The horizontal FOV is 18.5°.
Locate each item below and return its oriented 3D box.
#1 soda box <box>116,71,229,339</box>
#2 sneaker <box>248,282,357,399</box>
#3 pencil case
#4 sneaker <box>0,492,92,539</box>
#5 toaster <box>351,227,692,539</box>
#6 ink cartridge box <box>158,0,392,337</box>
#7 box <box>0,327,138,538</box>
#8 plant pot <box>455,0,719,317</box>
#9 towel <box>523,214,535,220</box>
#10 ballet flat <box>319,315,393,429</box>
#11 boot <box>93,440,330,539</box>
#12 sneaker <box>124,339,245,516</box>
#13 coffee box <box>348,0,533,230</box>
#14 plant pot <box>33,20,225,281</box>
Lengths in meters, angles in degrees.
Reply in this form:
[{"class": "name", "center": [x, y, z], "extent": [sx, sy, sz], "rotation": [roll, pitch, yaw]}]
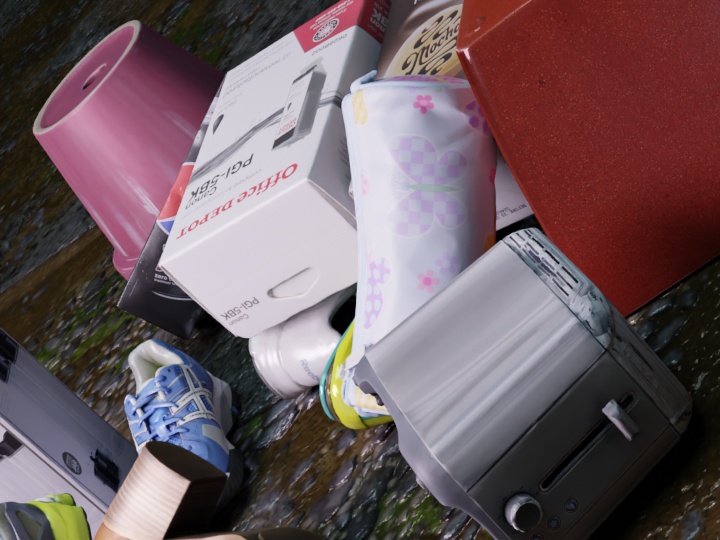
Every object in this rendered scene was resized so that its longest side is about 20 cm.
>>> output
[{"class": "soda box", "center": [-0.118, -0.052, 1.709], "extent": [0.071, 0.063, 0.201], "rotation": [-110, 45, -84]}, {"class": "sneaker", "center": [0.000, 0.000, 1.496], "extent": [0.087, 0.074, 0.201], "rotation": [-12, 47, 43]}, {"class": "pencil case", "center": [0.034, -0.013, 1.267], "extent": [0.090, 0.202, 0.083], "rotation": [1, 4, 8]}, {"class": "sneaker", "center": [-0.204, 0.231, 1.346], "extent": [0.074, 0.081, 0.201], "rotation": [-46, 49, 43]}, {"class": "toaster", "center": [0.082, 0.063, 1.141], "extent": [0.129, 0.114, 0.200], "rotation": [-41, 22, 2]}, {"class": "ink cartridge box", "center": [-0.037, -0.073, 1.461], "extent": [0.146, 0.083, 0.201], "rotation": [-28, 31, 35]}, {"class": "box", "center": [-0.237, 0.117, 1.535], "extent": [0.060, 0.200, 0.117], "rotation": [-40, 20, 15]}, {"class": "plant pot", "center": [0.162, -0.130, 1.247], "extent": [0.200, 0.176, 0.200], "rotation": [-36, 23, 27]}, {"class": "towel", "center": [0.127, -0.115, 1.471], "extent": [0.111, 0.049, 0.201], "rotation": [-18, 35, 51]}, {"class": "ballet flat", "center": [0.032, 0.020, 1.404], "extent": [0.067, 0.067, 0.201], "rotation": [-7, 42, 28]}, {"class": "boot", "center": [-0.081, 0.208, 1.241], "extent": [0.200, 0.073, 0.155], "rotation": [34, 107, 37]}, {"class": "sneaker", "center": [-0.129, 0.116, 1.502], "extent": [0.076, 0.077, 0.200], "rotation": [-41, 23, 9]}, {"class": "coffee box", "center": [0.071, -0.117, 1.401], "extent": [0.113, 0.080, 0.201], "rotation": [-25, 35, 33]}, {"class": "plant pot", "center": [-0.164, -0.100, 1.823], "extent": [0.200, 0.179, 0.200], "rotation": [-40, 22, 19]}]
